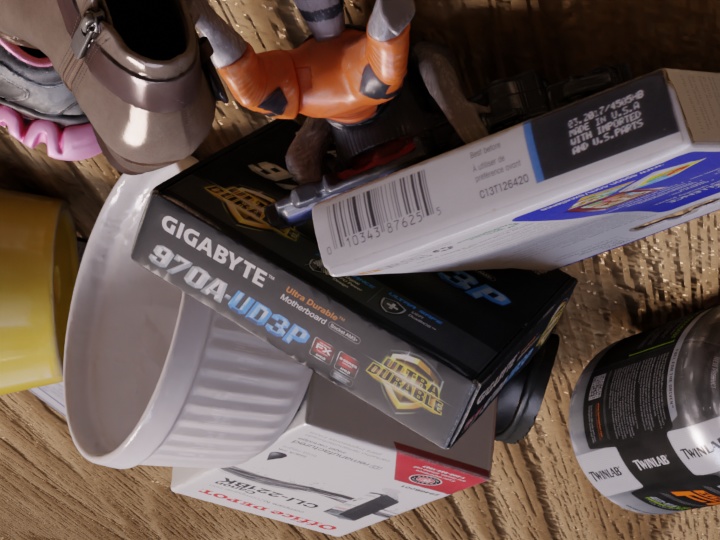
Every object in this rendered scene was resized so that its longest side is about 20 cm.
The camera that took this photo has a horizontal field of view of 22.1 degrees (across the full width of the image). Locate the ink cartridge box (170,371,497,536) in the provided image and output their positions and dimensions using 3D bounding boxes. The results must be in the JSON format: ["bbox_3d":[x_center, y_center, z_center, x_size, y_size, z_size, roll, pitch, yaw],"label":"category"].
[{"bbox_3d":[-0.021,0.109,1.256,0.144,0.084,0.200,19,154,-26],"label":"ink cartridge box"}]

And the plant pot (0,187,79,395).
[{"bbox_3d":[-0.300,0.014,1.309,0.187,0.202,0.201,-2,161,0],"label":"plant pot"}]

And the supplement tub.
[{"bbox_3d":[0.227,0.087,1.173,0.122,0.123,0.200,20,162,-15],"label":"supplement tub"}]

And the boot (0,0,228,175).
[{"bbox_3d":[-0.119,-0.131,0.773,0.201,0.070,0.146,56,162,9],"label":"boot"}]

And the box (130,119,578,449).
[{"bbox_3d":[0.000,0.000,0.988,0.199,0.046,0.159,30,-151,13],"label":"box"}]

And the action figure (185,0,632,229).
[{"bbox_3d":[0.022,-0.101,0.888,0.199,0.105,0.193,-18,160,15],"label":"action figure"}]

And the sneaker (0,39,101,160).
[{"bbox_3d":[-0.220,-0.130,1.004,0.199,0.079,0.096,13,143,1],"label":"sneaker"}]

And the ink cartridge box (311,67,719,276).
[{"bbox_3d":[0.113,-0.044,0.882,0.197,0.047,0.199,-21,171,35],"label":"ink cartridge box"}]

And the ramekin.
[{"bbox_3d":[-0.105,0.032,1.175,0.104,0.202,0.200,14,164,-27],"label":"ramekin"}]

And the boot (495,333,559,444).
[{"bbox_3d":[0.043,0.072,1.348,0.157,0.080,0.211,19,162,-12],"label":"boot"}]

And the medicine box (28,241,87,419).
[{"bbox_3d":[-0.168,0.062,1.452,0.199,0.104,0.182,8,161,19],"label":"medicine box"}]
